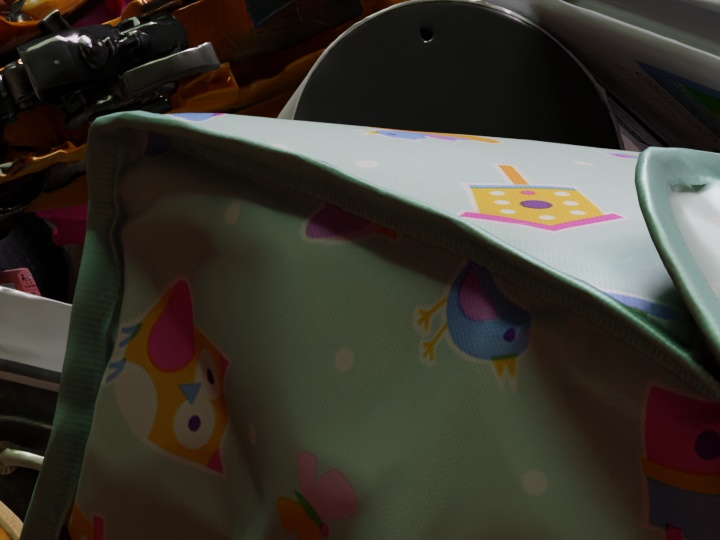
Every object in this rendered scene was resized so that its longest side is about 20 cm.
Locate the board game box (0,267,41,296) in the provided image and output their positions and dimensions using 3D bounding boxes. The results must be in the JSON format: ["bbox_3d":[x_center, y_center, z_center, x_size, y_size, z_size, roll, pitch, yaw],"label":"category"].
[{"bbox_3d":[-0.181,0.040,0.716,0.103,0.020,0.200,-35,-16,37],"label":"board game box"}]

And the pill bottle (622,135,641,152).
[{"bbox_3d":[0.052,-0.026,0.874,0.113,0.114,0.200,1,0,-15],"label":"pill bottle"}]

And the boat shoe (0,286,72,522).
[{"bbox_3d":[-0.076,0.043,0.642,0.199,0.064,0.071,14,-15,-19],"label":"boat shoe"}]

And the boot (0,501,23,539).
[{"bbox_3d":[-0.169,0.065,0.524,0.200,0.071,0.144,16,21,12],"label":"boot"}]

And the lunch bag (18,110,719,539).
[{"bbox_3d":[0.068,0.041,0.460,0.170,0.123,0.200,4,8,-42],"label":"lunch bag"}]

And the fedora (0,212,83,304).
[{"bbox_3d":[-0.174,0.016,0.920,0.200,0.201,0.092,2,33,9],"label":"fedora"}]

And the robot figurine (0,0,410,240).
[{"bbox_3d":[-0.057,-0.053,0.711,0.199,0.058,0.145,-22,-7,-23],"label":"robot figurine"}]

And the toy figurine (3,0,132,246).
[{"bbox_3d":[-0.124,-0.079,0.842,0.183,0.201,0.150,6,-36,-21],"label":"toy figurine"}]

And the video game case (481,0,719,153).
[{"bbox_3d":[0.132,-0.001,0.648,0.200,0.022,0.182,38,-4,-30],"label":"video game case"}]

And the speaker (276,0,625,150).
[{"bbox_3d":[0.000,0.000,0.719,0.081,0.082,0.200,1,-14,-13],"label":"speaker"}]
